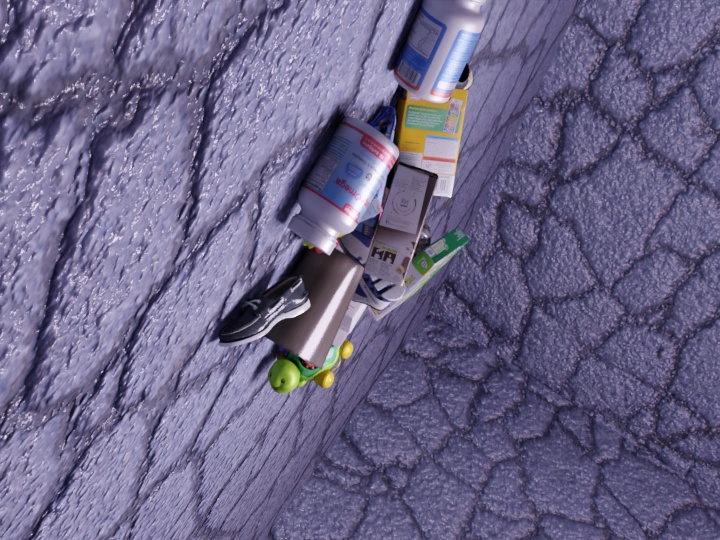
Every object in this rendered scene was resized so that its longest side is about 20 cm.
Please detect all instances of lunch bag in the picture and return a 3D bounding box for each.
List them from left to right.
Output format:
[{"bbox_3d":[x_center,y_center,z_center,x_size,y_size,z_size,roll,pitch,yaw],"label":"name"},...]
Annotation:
[{"bbox_3d":[0.022,-0.188,1.602,0.151,0.092,0.203,98,15,-61],"label":"lunch bag"}]

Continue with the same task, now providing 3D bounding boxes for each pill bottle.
[{"bbox_3d":[-0.031,-0.132,1.403,0.202,0.108,0.109,-59,170,-1],"label":"pill bottle"},{"bbox_3d":[0.140,-0.394,1.473,0.112,0.111,0.202,-40,160,-59],"label":"pill bottle"}]

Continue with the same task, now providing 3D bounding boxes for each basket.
[{"bbox_3d":[-0.085,0.059,1.635,0.203,0.134,0.180,-61,156,-7],"label":"basket"}]

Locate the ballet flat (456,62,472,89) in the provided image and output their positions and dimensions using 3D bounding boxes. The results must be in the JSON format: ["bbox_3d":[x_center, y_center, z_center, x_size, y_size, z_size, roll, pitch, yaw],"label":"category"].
[{"bbox_3d":[0.184,-0.397,1.692,0.199,0.056,0.068,30,65,-65],"label":"ballet flat"}]

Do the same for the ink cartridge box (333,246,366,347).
[{"bbox_3d":[-0.039,0.043,1.817,0.202,0.116,0.068,-57,172,-30],"label":"ink cartridge box"}]

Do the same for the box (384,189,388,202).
[{"bbox_3d":[0.068,-0.123,1.943,0.202,0.096,0.177,-55,169,-18],"label":"box"}]

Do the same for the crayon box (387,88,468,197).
[{"bbox_3d":[0.124,-0.247,1.666,0.052,0.123,0.205,-131,-133,-66],"label":"crayon box"}]

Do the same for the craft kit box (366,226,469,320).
[{"bbox_3d":[0.123,0.005,1.888,0.197,0.049,0.199,-43,173,33],"label":"craft kit box"}]

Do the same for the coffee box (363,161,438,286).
[{"bbox_3d":[0.074,-0.087,1.599,0.113,0.078,0.204,-63,171,-79],"label":"coffee box"}]

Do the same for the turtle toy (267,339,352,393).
[{"bbox_3d":[-0.117,0.174,1.835,0.202,0.144,0.102,-55,147,-22],"label":"turtle toy"}]

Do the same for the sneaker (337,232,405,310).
[{"bbox_3d":[0.000,0.001,1.740,0.079,0.201,0.116,-21,160,-33],"label":"sneaker"}]

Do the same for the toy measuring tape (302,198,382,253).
[{"bbox_3d":[-0.045,-0.075,1.489,0.198,0.074,0.074,-20,-156,51],"label":"toy measuring tape"}]

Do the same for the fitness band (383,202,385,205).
[{"bbox_3d":[0.068,-0.169,1.775,0.197,0.038,0.145,-16,144,-37],"label":"fitness band"}]

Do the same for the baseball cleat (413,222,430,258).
[{"bbox_3d":[0.120,-0.074,1.912,0.108,0.069,0.200,-61,-179,-22],"label":"baseball cleat"}]

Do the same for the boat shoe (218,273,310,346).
[{"bbox_3d":[-0.164,0.065,1.468,0.199,0.074,0.062,-33,116,-48],"label":"boat shoe"}]
